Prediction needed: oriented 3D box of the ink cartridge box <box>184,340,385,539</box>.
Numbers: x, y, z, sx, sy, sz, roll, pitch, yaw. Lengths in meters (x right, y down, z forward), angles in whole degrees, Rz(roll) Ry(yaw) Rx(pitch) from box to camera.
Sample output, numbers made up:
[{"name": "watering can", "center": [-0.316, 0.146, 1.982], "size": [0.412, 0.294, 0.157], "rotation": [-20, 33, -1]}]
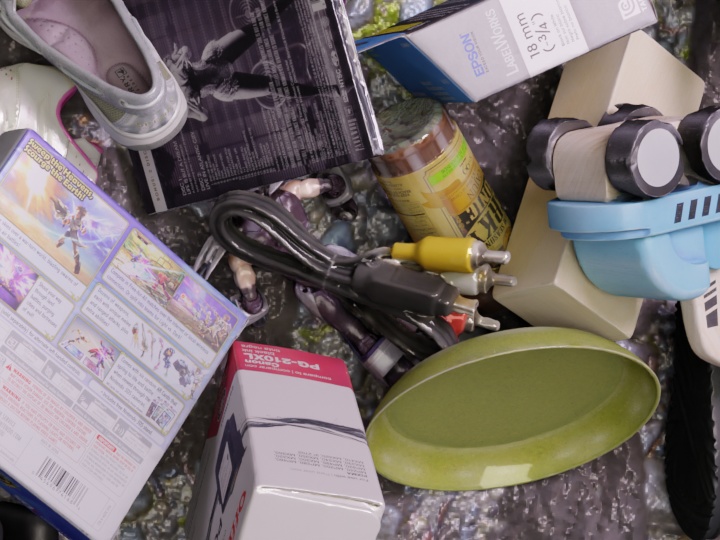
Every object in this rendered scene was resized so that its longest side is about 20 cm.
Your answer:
[{"name": "ink cartridge box", "center": [-0.052, 0.155, 1.484], "size": [0.084, 0.200, 0.145], "rotation": [11, 112, -12]}]

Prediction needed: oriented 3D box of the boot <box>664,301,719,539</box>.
[{"name": "boot", "center": [0.302, 0.085, 1.635], "size": [0.168, 0.076, 0.201], "rotation": [-4, 103, -19]}]

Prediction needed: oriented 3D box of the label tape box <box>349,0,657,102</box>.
[{"name": "label tape box", "center": [0.076, -0.150, 1.548], "size": [0.200, 0.144, 0.063], "rotation": [-24, 98, -9]}]

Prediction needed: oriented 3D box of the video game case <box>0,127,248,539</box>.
[{"name": "video game case", "center": [-0.192, 0.043, 1.475], "size": [0.200, 0.045, 0.182], "rotation": [42, 66, -25]}]

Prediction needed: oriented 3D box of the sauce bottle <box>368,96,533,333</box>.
[{"name": "sauce bottle", "center": [0.070, -0.023, 1.568], "size": [0.065, 0.065, 0.200], "rotation": [-38, 122, -8]}]

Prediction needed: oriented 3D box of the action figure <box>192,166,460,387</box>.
[{"name": "action figure", "center": [-0.028, 0.003, 1.573], "size": [0.200, 0.069, 0.130], "rotation": [40, 91, -6]}]

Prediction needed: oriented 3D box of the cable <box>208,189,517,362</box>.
[{"name": "cable", "center": [0.000, 0.000, 1.525], "size": [0.199, 0.097, 0.050], "rotation": [18, 45, 12]}]

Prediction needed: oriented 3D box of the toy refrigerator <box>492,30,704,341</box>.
[{"name": "toy refrigerator", "center": [0.158, -0.055, 1.568], "size": [0.076, 0.070, 0.201], "rotation": [33, 63, -29]}]

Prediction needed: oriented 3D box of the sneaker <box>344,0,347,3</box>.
[{"name": "sneaker", "center": [-0.008, -0.229, 1.566], "size": [0.200, 0.080, 0.089], "rotation": [-30, 91, -14]}]

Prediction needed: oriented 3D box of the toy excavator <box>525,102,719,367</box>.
[{"name": "toy excavator", "center": [0.206, -0.007, 1.504], "size": [0.194, 0.100, 0.201], "rotation": [-12, 102, -38]}]

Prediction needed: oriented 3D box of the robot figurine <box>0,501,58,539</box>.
[{"name": "robot figurine", "center": [-0.240, 0.250, 1.508], "size": [0.150, 0.125, 0.201], "rotation": [3, 91, 0]}]

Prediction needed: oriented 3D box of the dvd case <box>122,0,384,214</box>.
[{"name": "dvd case", "center": [-0.082, -0.125, 1.506], "size": [0.016, 0.200, 0.149], "rotation": [-21, 96, -51]}]

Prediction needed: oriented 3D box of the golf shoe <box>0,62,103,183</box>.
[{"name": "golf shoe", "center": [-0.204, -0.039, 1.531], "size": [0.091, 0.075, 0.201], "rotation": [-13, 96, -14]}]

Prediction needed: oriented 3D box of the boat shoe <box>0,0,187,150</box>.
[{"name": "boat shoe", "center": [-0.184, -0.163, 1.501], "size": [0.074, 0.065, 0.202], "rotation": [-35, 69, -11]}]

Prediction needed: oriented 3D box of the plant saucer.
[{"name": "plant saucer", "center": [0.097, 0.088, 1.553], "size": [0.199, 0.200, 0.031], "rotation": [-5, 60, -12]}]
